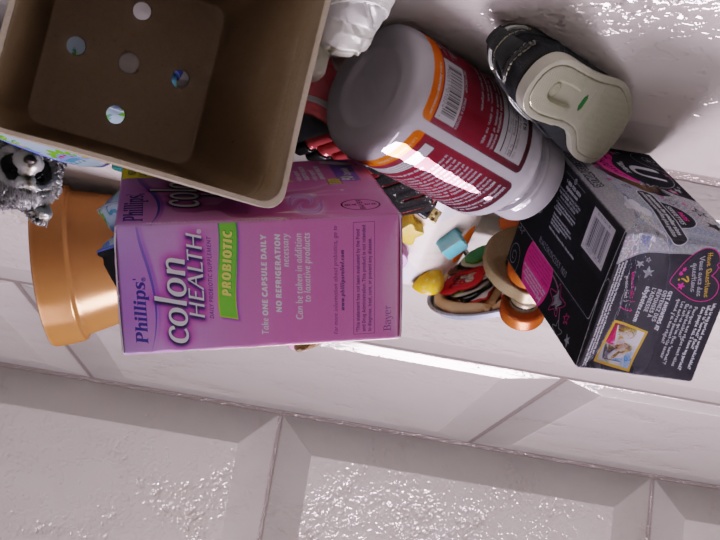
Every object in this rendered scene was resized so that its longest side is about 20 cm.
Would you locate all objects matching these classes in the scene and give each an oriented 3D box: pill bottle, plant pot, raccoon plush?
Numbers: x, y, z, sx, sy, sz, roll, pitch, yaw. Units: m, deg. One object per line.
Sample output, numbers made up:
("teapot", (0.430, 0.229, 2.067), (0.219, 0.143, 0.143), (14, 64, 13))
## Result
("pill bottle", (0.077, -0.113, 0.971), (0.199, 0.114, 0.113), (24, 159, -40))
("plant pot", (-0.323, -0.012, 1.452), (0.139, 0.201, 0.200), (-6, 165, -4))
("plant pot", (-0.150, -0.162, 0.825), (0.199, 0.201, 0.177), (15, 176, -20))
("raccoon plush", (-0.336, -0.097, 1.225), (0.096, 0.135, 0.200), (8, 164, 2))

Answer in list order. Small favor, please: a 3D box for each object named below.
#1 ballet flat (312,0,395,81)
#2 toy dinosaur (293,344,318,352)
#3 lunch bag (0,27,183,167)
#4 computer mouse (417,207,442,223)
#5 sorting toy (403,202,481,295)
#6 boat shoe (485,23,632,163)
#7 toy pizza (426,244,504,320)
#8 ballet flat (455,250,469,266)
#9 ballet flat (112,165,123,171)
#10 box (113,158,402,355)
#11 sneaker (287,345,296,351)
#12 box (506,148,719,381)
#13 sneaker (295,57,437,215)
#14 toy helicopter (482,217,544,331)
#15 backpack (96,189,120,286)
("ballet flat", (-0.022, -0.181, 0.876), (0.069, 0.070, 0.200), (17, 162, -25))
("toy dinosaur", (0.000, 0.000, 1.177), (0.060, 0.201, 0.106), (21, 174, 21))
("lunch bag", (-0.267, -0.164, 1.053), (0.160, 0.083, 0.200), (18, 162, -33))
("computer mouse", (0.127, -0.070, 1.134), (0.199, 0.046, 0.140), (21, 138, -37))
("sorting toy", (0.048, -0.073, 1.215), (0.199, 0.107, 0.180), (12, 145, -9))
("boat shoe", (0.164, -0.143, 0.942), (0.068, 0.072, 0.200), (44, -167, 32))
("toy pizza", (0.166, -0.001, 1.292), (0.199, 0.032, 0.200), (-18, -164, 5))
("ballet flat", (0.064, -0.028, 1.360), (0.072, 0.073, 0.200), (-5, 165, 42))
("ballet flat", (-0.111, -0.093, 0.995), (0.199, 0.072, 0.072), (16, 163, -21))
("box", (-0.081, -0.017, 0.884), (0.199, 0.097, 0.176), (-4, -162, -8))
("sneaker", (-0.070, 0.023, 1.287), (0.070, 0.083, 0.200), (5, -163, 0))
("box", (0.224, -0.016, 1.016), (0.114, 0.133, 0.200), (8, -154, -16))
("sneaker", (0.011, -0.119, 1.032), (0.073, 0.087, 0.200), (-9, 149, 37))
("toy helicopter", (0.222, -0.020, 1.194), (0.199, 0.133, 0.079), (-7, 137, -9))
("backpack", (-0.167, -0.053, 1.225), (0.199, 0.148, 0.183), (-29, -172, -24))
